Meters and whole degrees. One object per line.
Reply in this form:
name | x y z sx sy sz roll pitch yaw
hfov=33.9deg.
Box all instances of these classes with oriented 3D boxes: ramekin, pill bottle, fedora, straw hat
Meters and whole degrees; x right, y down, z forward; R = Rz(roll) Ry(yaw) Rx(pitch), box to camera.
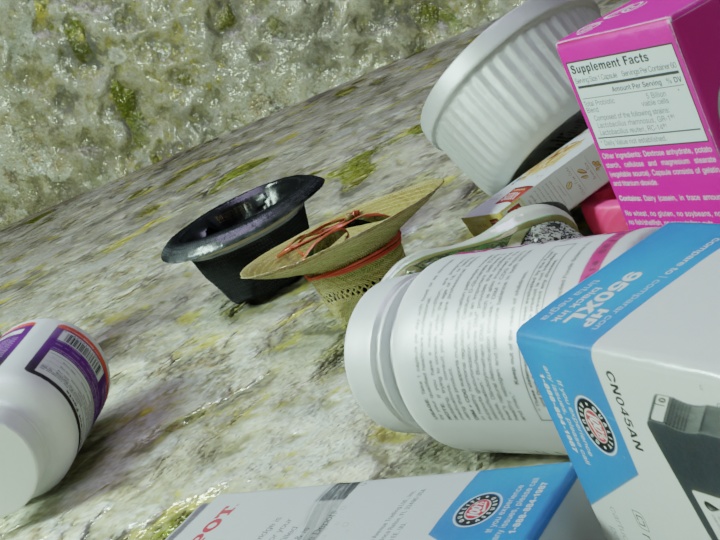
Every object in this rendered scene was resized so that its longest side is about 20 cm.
ramekin | 0.165 -0.154 1.098 0.200 0.105 0.200 -33 -18 -12
pill bottle | -0.278 0.120 0.966 0.111 0.112 0.200 -23 14 7
pill bottle | 0.090 0.042 0.641 0.200 0.113 0.113 -8 22 49
fedora | -0.109 -0.025 1.244 0.200 0.092 0.201 -23 15 6
straw hat | 0.000 0.000 0.995 0.201 0.085 0.201 -24 9 4

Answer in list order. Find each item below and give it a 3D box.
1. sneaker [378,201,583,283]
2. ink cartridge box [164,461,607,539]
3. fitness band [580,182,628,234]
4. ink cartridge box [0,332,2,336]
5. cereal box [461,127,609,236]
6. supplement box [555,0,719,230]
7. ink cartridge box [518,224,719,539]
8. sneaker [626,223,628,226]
sneaker | 0.089 0.016 0.835 0.200 0.077 0.089 -31 24 -15
ink cartridge box | -0.011 0.155 0.467 0.200 0.084 0.145 -13 19 38
fitness band | 0.270 -0.078 0.932 0.200 0.037 0.144 -16 17 34
ink cartridge box | -0.446 0.072 1.229 0.084 0.200 0.145 -23 15 7
cereal box | 0.186 -0.089 0.993 0.200 0.040 0.144 -35 4 -6
supplement box | 0.205 -0.058 0.636 0.101 0.200 0.103 -30 16 -21
ink cartridge box | 0.155 0.069 0.350 0.084 0.145 0.200 -31 15 -20
sneaker | 0.263 -0.083 0.797 0.200 0.081 0.077 -42 20 -11
